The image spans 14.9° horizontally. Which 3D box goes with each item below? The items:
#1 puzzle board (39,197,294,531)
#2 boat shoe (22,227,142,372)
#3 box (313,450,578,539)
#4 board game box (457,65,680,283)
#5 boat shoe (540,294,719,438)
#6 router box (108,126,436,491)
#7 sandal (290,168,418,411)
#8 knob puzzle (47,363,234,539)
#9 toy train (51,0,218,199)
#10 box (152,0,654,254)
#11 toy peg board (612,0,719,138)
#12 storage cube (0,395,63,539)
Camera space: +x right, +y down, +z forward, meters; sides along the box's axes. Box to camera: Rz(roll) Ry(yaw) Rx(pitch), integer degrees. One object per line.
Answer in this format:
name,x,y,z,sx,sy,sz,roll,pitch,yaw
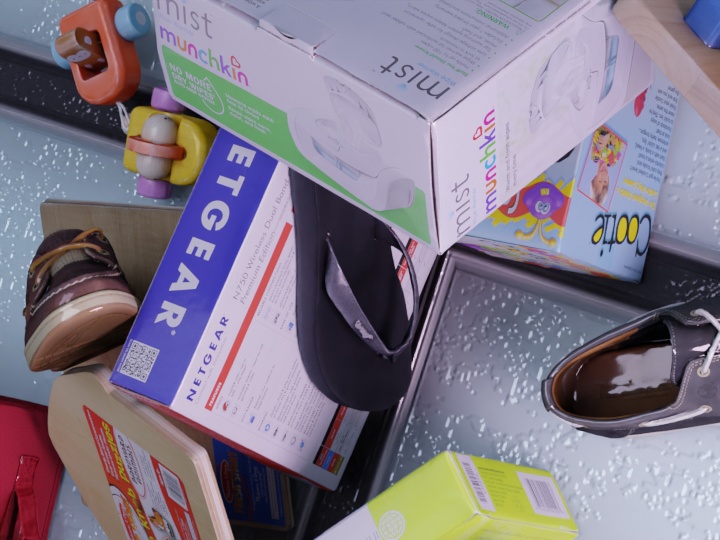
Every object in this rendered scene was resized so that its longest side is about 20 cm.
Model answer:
puzzle board,-0.114,0.055,1.648,0.150,0.017,0.201,4,112,27
boat shoe,-0.164,0.012,1.553,0.072,0.200,0.072,-23,87,-4
box,0.011,0.175,1.535,0.200,0.122,0.048,-36,64,22
board game box,0.112,-0.106,1.535,0.103,0.105,0.201,11,86,33
boat shoe,0.193,0.047,1.479,0.199,0.068,0.072,-18,70,27
router box,-0.036,0.005,1.546,0.049,0.179,0.201,19,81,35
sandal,0.000,0.000,1.511,0.043,0.076,0.201,20,135,36
knob puzzle,-0.121,0.131,1.620,0.030,0.220,0.220,-33,56,-23
toy train,-0.114,-0.126,1.683,0.199,0.056,0.151,-16,83,35
box,0.023,-0.129,1.421,0.200,0.097,0.176,30,55,31
toy peg board,0.268,-0.101,1.367,0.199,0.199,0.098,53,127,28
storage cube,-0.314,0.147,1.714,0.199,0.180,0.172,9,86,34
